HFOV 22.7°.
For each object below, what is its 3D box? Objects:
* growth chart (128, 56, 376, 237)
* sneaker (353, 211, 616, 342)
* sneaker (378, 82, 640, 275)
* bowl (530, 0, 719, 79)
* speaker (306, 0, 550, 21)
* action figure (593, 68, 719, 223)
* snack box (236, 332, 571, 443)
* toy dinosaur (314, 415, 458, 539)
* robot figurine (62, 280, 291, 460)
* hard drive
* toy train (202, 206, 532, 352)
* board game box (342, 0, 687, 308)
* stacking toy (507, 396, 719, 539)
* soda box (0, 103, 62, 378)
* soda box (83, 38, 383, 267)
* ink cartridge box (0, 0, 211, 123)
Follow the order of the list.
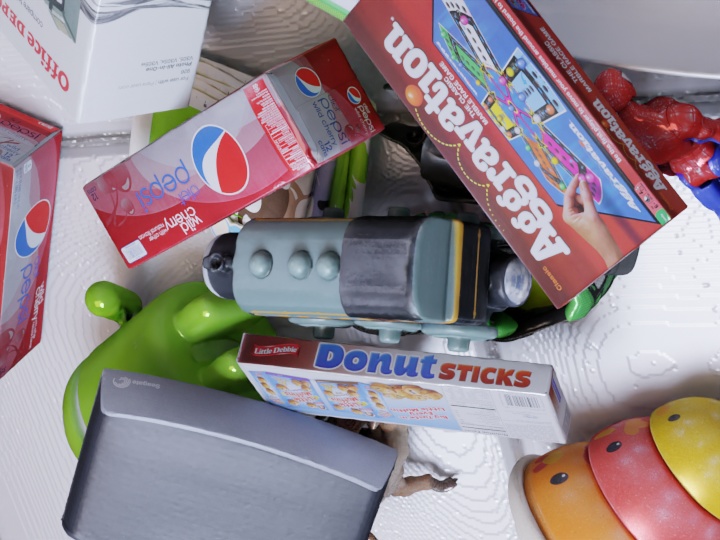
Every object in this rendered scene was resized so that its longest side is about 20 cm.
[{"bbox_3d":[-0.076,-0.072,1.180,0.200,0.018,0.145,19,125,26],"label":"growth chart"},{"bbox_3d":[0.067,0.007,1.124,0.200,0.085,0.078,-14,112,35],"label":"sneaker"},{"bbox_3d":[0.081,-0.055,1.028,0.104,0.200,0.060,1,119,-15],"label":"sneaker"},{"bbox_3d":[0.150,-0.207,0.910,0.200,0.075,0.200,10,124,21],"label":"bowl"},{"bbox_3d":[0.026,-0.169,1.034,0.200,0.088,0.088,31,128,7],"label":"speaker"},{"bbox_3d":[0.193,-0.057,0.989,0.065,0.052,0.200,-20,144,39],"label":"action figure"},{"bbox_3d":[0.027,0.073,1.112,0.200,0.024,0.072,5,154,20],"label":"snack box"},{"bbox_3d":[-0.024,0.129,1.233,0.200,0.086,0.136,-23,106,22],"label":"toy dinosaur"},{"bbox_3d":[-0.130,0.084,1.254,0.200,0.116,0.176,-37,75,40],"label":"robot figurine"},{"bbox_3d":[-0.088,0.149,1.167,0.200,0.042,0.135,16,113,-5],"label":"hard drive"},{"bbox_3d":[0.000,0.000,1.064,0.200,0.114,0.085,3,86,39],"label":"toy train"},{"bbox_3d":[0.077,-0.085,0.947,0.200,0.019,0.103,53,140,7],"label":"board game box"},{"bbox_3d":[0.205,0.127,1.127,0.146,0.146,0.200,46,110,-5],"label":"stacking toy"},{"bbox_3d":[-0.267,-0.019,1.294,0.070,0.063,0.200,24,128,13],"label":"soda box"},{"bbox_3d":[-0.082,-0.069,1.110,0.200,0.070,0.063,-24,96,45],"label":"soda box"},{"bbox_3d":[-0.152,-0.209,1.066,0.146,0.084,0.200,48,137,35],"label":"ink cartridge box"}]
